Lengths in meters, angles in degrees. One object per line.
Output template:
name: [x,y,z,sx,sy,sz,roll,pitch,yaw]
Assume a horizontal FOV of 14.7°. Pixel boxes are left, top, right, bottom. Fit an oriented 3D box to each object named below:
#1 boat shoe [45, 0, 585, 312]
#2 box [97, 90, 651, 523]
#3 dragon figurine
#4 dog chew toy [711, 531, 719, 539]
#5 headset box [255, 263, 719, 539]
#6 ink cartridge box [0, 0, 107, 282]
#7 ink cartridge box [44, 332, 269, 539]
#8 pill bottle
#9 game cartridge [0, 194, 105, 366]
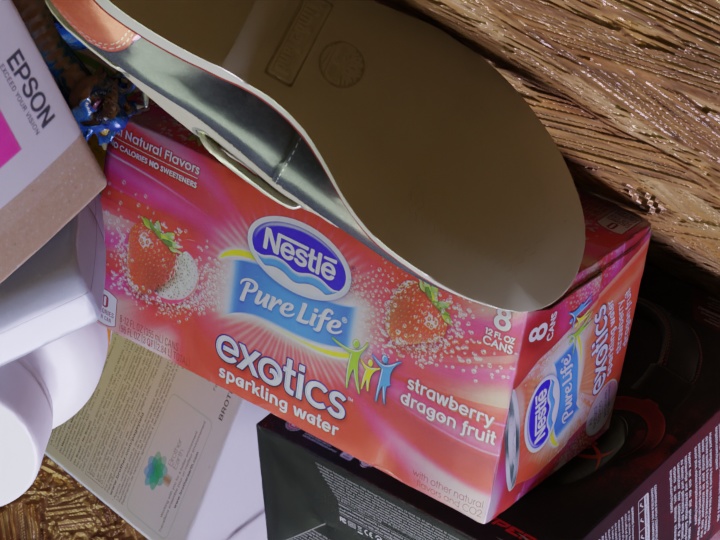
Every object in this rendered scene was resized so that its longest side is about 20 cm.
boat shoe: [-0.016,-0.054,0.883,0.200,0.071,0.063,35,160,-14]
box: [0.000,0.000,1.082,0.200,0.100,0.095,26,-146,26]
dragon figurine: [-0.140,-0.097,1.080,0.100,0.059,0.200,56,157,-23]
dog chew toy: [0.254,0.146,1.420,0.124,0.125,0.200,25,-177,33]
headset box: [0.077,0.065,1.157,0.148,0.200,0.075,26,138,32]
ink cartridge box: [-0.197,-0.101,0.996,0.165,0.075,0.200,23,147,44]
ink cartridge box: [-0.082,0.037,1.268,0.076,0.137,0.200,15,-169,-41]
pill bottle: [-0.154,0.000,1.166,0.111,0.200,0.111,5,135,5]
game cartridge: [-0.173,-0.029,1.094,0.042,0.133,0.200,62,179,-41]
